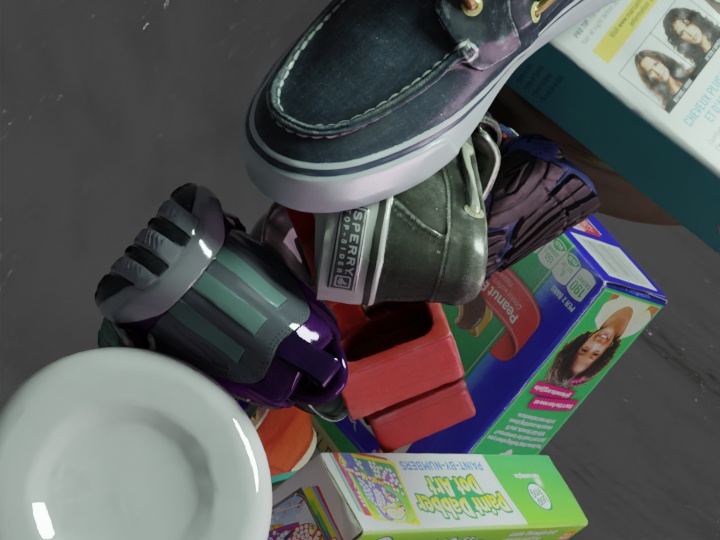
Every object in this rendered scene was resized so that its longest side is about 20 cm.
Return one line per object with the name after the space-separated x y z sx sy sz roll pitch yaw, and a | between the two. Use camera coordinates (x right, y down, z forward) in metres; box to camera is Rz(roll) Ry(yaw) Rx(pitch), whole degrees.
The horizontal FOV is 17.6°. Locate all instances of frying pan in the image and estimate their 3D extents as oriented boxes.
-0.017 0.022 1.201 0.031 0.116 0.190 -14 174 19 | frying pan

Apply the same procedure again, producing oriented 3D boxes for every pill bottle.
-0.094 0.098 0.860 0.104 0.104 0.200 -51 179 -17 | pill bottle

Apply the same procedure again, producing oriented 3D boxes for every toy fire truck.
0.000 0.000 0.974 0.049 0.201 0.141 -22 140 0 | toy fire truck

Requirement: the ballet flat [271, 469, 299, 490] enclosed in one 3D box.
-0.093 0.155 1.118 0.199 0.072 0.072 -18 -175 10 | ballet flat

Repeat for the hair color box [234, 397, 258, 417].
-0.109 0.091 1.041 0.200 0.065 0.109 -53 180 -28 | hair color box

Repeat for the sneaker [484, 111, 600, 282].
0.042 -0.036 0.985 0.075 0.079 0.200 -33 -178 -8 | sneaker

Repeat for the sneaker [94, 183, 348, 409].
-0.047 0.026 0.866 0.075 0.087 0.200 -51 178 -2 | sneaker

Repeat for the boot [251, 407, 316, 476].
-0.070 0.092 1.203 0.200 0.075 0.108 -48 141 -56 | boot

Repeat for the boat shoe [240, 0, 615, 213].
0.033 -0.108 0.782 0.200 0.071 0.091 -41 151 -26 | boat shoe

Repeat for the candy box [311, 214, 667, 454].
0.049 0.033 1.330 0.077 0.169 0.200 14 119 -49 | candy box

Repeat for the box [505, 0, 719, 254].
0.111 -0.083 0.878 0.082 0.200 0.049 -51 179 -23 | box

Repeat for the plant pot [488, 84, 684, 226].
0.140 -0.145 0.998 0.200 0.200 0.174 -51 163 -20 | plant pot

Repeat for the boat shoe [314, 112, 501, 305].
0.018 -0.038 0.867 0.200 0.063 0.071 -87 -173 -63 | boat shoe

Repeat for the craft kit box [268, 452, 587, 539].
-0.021 0.155 1.053 0.197 0.049 0.200 -38 157 24 | craft kit box
